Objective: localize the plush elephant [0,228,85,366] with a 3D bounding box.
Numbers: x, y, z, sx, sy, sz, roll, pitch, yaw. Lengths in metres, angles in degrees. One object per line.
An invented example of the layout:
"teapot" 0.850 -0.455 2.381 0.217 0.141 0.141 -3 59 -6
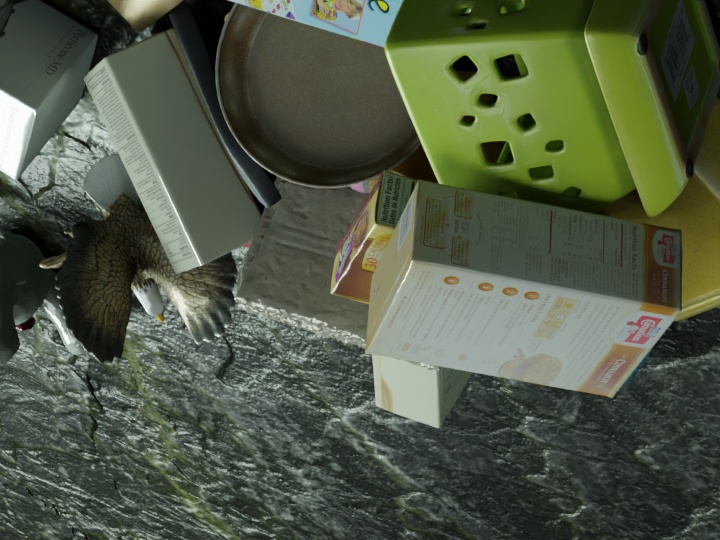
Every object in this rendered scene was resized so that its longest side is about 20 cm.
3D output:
"plush elephant" -0.410 0.033 2.078 0.155 0.165 0.200 -30 84 35

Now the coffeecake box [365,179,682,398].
"coffeecake box" 0.119 0.017 1.445 0.200 0.073 0.154 11 150 -8

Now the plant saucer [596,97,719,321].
"plant saucer" 0.266 -0.039 1.608 0.200 0.048 0.200 44 142 -17

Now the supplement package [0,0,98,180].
"supplement package" -0.364 -0.201 1.807 0.200 0.117 0.117 30 143 1

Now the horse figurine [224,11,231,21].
"horse figurine" -0.052 -0.164 1.687 0.132 0.050 0.200 26 146 17

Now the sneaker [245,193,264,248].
"sneaker" -0.079 -0.030 1.839 0.200 0.074 0.087 20 146 17

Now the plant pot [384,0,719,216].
"plant pot" 0.155 -0.154 1.438 0.181 0.200 0.199 -2 132 29

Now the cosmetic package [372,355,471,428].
"cosmetic package" 0.060 0.039 1.796 0.071 0.105 0.200 18 140 19

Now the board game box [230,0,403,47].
"board game box" -0.036 -0.262 1.507 0.200 0.103 0.105 19 131 16

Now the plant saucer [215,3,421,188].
"plant saucer" -0.019 -0.165 1.582 0.200 0.200 0.032 20 -178 16

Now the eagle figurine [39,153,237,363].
"eagle figurine" -0.214 -0.004 1.873 0.151 0.152 0.200 34 -172 -25

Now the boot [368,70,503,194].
"boot" 0.105 -0.090 1.605 0.201 0.144 0.071 7 174 0

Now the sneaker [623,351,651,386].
"sneaker" 0.186 0.025 1.727 0.131 0.080 0.200 38 169 32

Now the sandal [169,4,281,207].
"sandal" -0.108 -0.146 1.649 0.076 0.043 0.200 63 -178 -69

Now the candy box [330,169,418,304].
"candy box" 0.089 -0.003 1.547 0.200 0.057 0.117 16 147 -11

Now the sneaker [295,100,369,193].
"sneaker" 0.019 -0.094 1.679 0.200 0.070 0.082 23 158 -23

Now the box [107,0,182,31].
"box" -0.212 -0.309 1.657 0.200 0.021 0.163 45 141 -17

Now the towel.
"towel" 0.000 0.000 1.676 0.200 0.133 0.034 19 164 8

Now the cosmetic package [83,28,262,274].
"cosmetic package" -0.165 -0.104 1.733 0.200 0.073 0.104 65 161 -5
